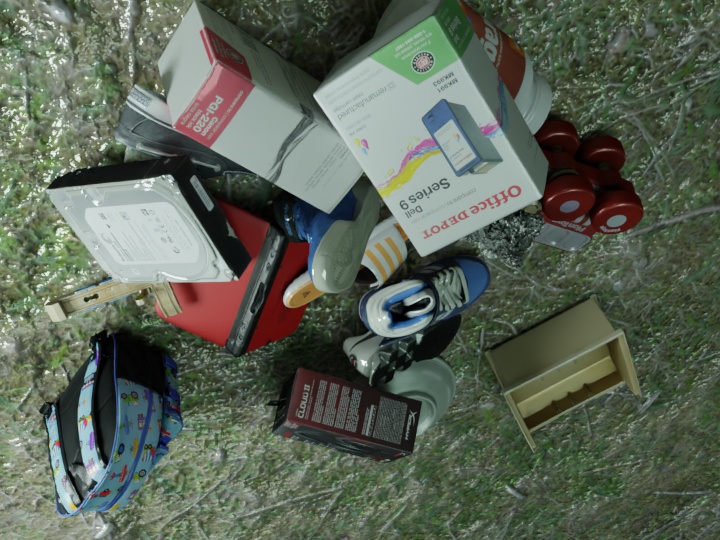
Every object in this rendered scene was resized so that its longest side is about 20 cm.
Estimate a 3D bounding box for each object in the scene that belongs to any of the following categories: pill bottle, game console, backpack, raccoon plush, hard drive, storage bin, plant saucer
[{"bbox_3d":[0.116,-0.218,0.931,0.198,0.113,0.113,23,119,-35],"label":"pill bottle"},{"bbox_3d":[-0.142,-0.005,1.082,0.171,0.118,0.202,-20,144,-48],"label":"game console"},{"bbox_3d":[-0.310,0.208,1.077,0.133,0.201,0.183,26,117,-35],"label":"backpack"},{"bbox_3d":[0.123,-0.062,1.003,0.198,0.133,0.098,-4,123,-49],"label":"raccoon plush"},{"bbox_3d":[-0.225,-0.047,0.900,0.197,0.038,0.141,0,133,35],"label":"hard drive"},{"bbox_3d":[0.323,0.169,1.354,0.198,0.094,0.200,-28,133,4],"label":"storage bin"},{"bbox_3d":[0.062,0.213,1.324,0.196,0.051,0.203,-11,131,-12],"label":"plant saucer"}]

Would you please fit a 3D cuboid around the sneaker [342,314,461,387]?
[{"bbox_3d":[0.060,0.087,1.207,0.198,0.088,0.075,-19,134,-40],"label":"sneaker"}]

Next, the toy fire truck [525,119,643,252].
[{"bbox_3d":[0.254,-0.090,1.107,0.197,0.114,0.168,12,143,-27],"label":"toy fire truck"}]

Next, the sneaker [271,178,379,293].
[{"bbox_3d":[-0.052,-0.043,0.939,0.109,0.201,0.078,4,125,14],"label":"sneaker"}]

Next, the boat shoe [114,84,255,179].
[{"bbox_3d":[-0.170,-0.127,0.899,0.199,0.071,0.068,18,106,-55],"label":"boat shoe"}]

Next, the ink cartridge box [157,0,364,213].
[{"bbox_3d":[-0.097,-0.164,0.872,0.198,0.147,0.085,25,116,-35],"label":"ink cartridge box"}]

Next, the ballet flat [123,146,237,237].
[{"bbox_3d":[-0.201,-0.062,0.949,0.071,0.072,0.202,-28,118,5],"label":"ballet flat"}]

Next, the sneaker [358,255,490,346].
[{"bbox_3d":[0.097,0.036,1.106,0.197,0.146,0.082,-17,96,-10],"label":"sneaker"}]

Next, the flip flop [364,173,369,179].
[{"bbox_3d":[0.041,-0.119,1.024,0.081,0.058,0.199,-39,133,18],"label":"flip flop"}]

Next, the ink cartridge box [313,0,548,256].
[{"bbox_3d":[0.073,-0.137,0.828,0.144,0.088,0.201,-25,113,28],"label":"ink cartridge box"}]

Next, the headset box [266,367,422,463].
[{"bbox_3d":[-0.032,0.202,1.187,0.196,0.079,0.149,16,160,-10],"label":"headset box"}]

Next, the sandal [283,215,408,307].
[{"bbox_3d":[0.000,0.003,1.082,0.205,0.060,0.079,-33,160,-7],"label":"sandal"}]

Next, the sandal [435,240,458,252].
[{"bbox_3d":[0.118,-0.098,0.920,0.075,0.043,0.202,14,123,-11],"label":"sandal"}]

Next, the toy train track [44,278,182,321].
[{"bbox_3d":[-0.286,0.024,1.023,0.197,0.033,0.116,-18,113,6],"label":"toy train track"}]
